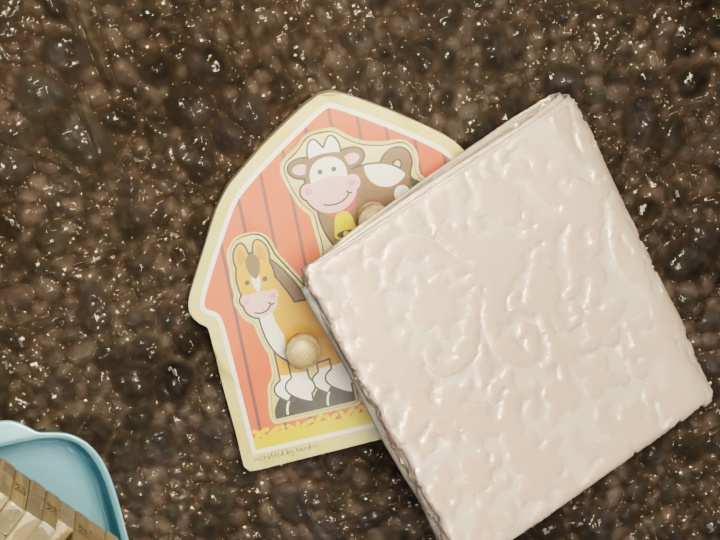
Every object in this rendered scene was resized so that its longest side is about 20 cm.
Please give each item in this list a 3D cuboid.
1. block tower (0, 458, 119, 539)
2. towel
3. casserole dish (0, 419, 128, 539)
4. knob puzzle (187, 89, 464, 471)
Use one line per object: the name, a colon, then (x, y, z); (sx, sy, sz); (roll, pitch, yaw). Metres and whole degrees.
block tower: (-0.223, 0.116, 1.074); (0.199, 0.058, 0.054); (37, 96, -12)
towel: (0.083, 0.034, 1.124); (0.190, 0.032, 0.201); (-32, 105, -17)
casserole dish: (-0.185, 0.175, 1.140); (0.120, 0.039, 0.202); (-14, 105, -5)
knob puzzle: (0.000, 0.000, 1.129); (0.217, 0.030, 0.222); (-2, 103, -7)
